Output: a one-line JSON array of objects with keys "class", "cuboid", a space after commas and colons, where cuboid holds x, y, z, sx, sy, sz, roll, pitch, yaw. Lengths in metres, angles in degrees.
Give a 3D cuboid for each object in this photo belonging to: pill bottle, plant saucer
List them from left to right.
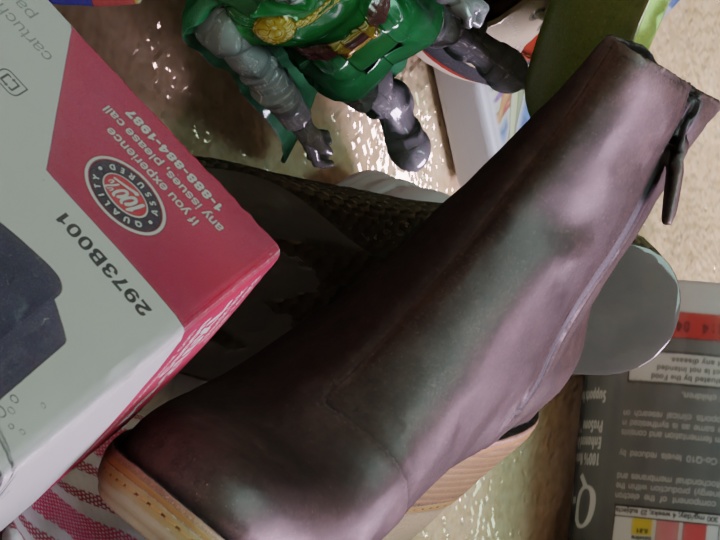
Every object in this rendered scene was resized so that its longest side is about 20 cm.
[{"class": "plant saucer", "cuboid": [0.095, -0.121, 0.912, 0.200, 0.031, 0.201, 23, 90, -85]}, {"class": "pill bottle", "cuboid": [0.139, 0.109, 1.145, 0.116, 0.115, 0.201, 16, 79, -59]}]

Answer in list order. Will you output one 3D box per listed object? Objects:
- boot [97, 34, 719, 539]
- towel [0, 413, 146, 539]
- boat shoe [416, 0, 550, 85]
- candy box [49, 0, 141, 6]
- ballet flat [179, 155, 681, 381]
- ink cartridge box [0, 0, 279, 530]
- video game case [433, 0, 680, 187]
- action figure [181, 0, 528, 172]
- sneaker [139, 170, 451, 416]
[{"class": "boot", "cuboid": [0.018, 0.005, 0.766, 0.167, 0.072, 0.200, -56, 164, 12]}, {"class": "towel", "cuboid": [-0.041, 0.090, 0.755, 0.146, 0.030, 0.200, 31, 19, -27]}, {"class": "boat shoe", "cuboid": [0.041, -0.107, 0.982, 0.200, 0.062, 0.071, 21, 81, -50]}, {"class": "candy box", "cuboid": [-0.062, -0.190, 0.812, 0.200, 0.077, 0.170, -45, 129, -47]}, {"class": "ballet flat", "cuboid": [0.000, 0.000, 0.878, 0.046, 0.199, 0.068, -131, -133, -70]}, {"class": "ink cartridge box", "cuboid": [-0.134, 0.006, 0.636, 0.145, 0.084, 0.200, 46, 39, 2]}, {"class": "video game case", "cuboid": [0.066, -0.159, 1.088, 0.182, 0.022, 0.201, -46, 131, -48]}, {"class": "action figure", "cuboid": [-0.002, -0.073, 0.848, 0.055, 0.118, 0.200, 52, 10, 16]}, {"class": "sneaker", "cuboid": [-0.002, 0.028, 0.918, 0.200, 0.088, 0.076, -47, 140, -47]}]
